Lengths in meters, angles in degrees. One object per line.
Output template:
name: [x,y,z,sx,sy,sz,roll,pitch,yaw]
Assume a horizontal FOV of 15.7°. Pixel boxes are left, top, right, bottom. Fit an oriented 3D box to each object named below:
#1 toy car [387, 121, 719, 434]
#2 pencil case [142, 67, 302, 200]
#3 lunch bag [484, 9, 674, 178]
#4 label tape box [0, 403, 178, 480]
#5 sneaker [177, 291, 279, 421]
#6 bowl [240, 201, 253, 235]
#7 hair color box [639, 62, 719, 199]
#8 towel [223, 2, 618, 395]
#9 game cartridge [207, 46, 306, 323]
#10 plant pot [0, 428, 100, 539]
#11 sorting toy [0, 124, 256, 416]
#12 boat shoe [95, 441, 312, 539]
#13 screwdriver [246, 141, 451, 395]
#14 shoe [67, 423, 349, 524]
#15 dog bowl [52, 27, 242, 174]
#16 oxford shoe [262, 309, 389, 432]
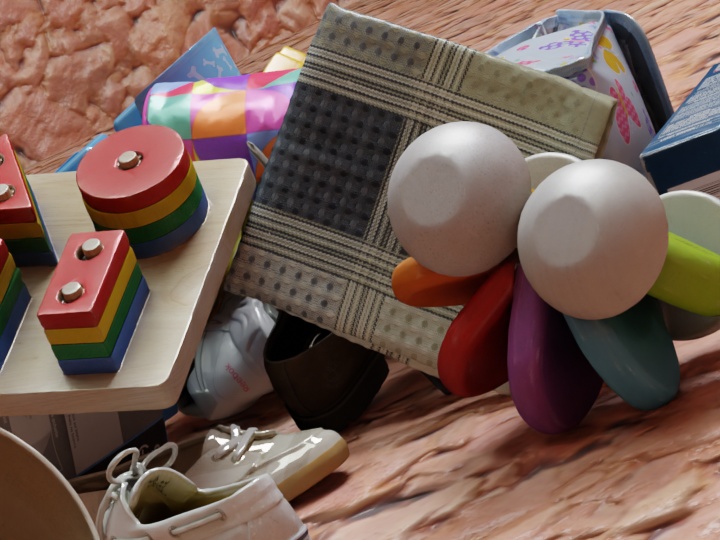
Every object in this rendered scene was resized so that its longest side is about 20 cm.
toy car: [0.105,0.011,1.420,0.200,0.150,0.175,18,2,31]
pencil case: [-0.036,-0.089,1.649,0.199,0.089,0.088,-6,13,5]
lunch bag: [0.142,-0.071,1.665,0.127,0.170,0.200,-18,11,16]
label tape box: [-0.170,0.079,1.641,0.063,0.145,0.200,13,33,37]
sneaker: [-0.091,0.056,1.803,0.099,0.078,0.200,-38,3,3]
bowl: [0.029,-0.025,1.784,0.200,0.200,0.108,-26,54,-10]
hair color box: [0.240,-0.066,1.620,0.060,0.100,0.200,-19,12,27]
towel: [0.038,-0.042,1.565,0.200,0.193,0.035,21,4,17]
game cartridge: [-0.091,-0.037,1.807,0.176,0.032,0.200,-60,-7,-36]
plant pot: [-0.225,0.184,1.264,0.200,0.200,0.135,-29,-23,-24]
sorting toy: [-0.185,-0.009,1.543,0.199,0.070,0.199,-4,41,20]
boat shoe: [-0.110,0.134,1.442,0.075,0.086,0.202,-31,14,-35]
screwdriver: [-0.001,-0.005,1.604,0.028,0.200,0.029,-44,-9,37]
shoe: [-0.103,0.127,1.545,0.200,0.054,0.070,-20,12,16]
dog bowl: [-0.156,-0.080,1.764,0.200,0.050,0.111,-42,6,9]
oxford shoe: [0.000,0.000,1.646,0.073,0.084,0.200,1,52,37]
